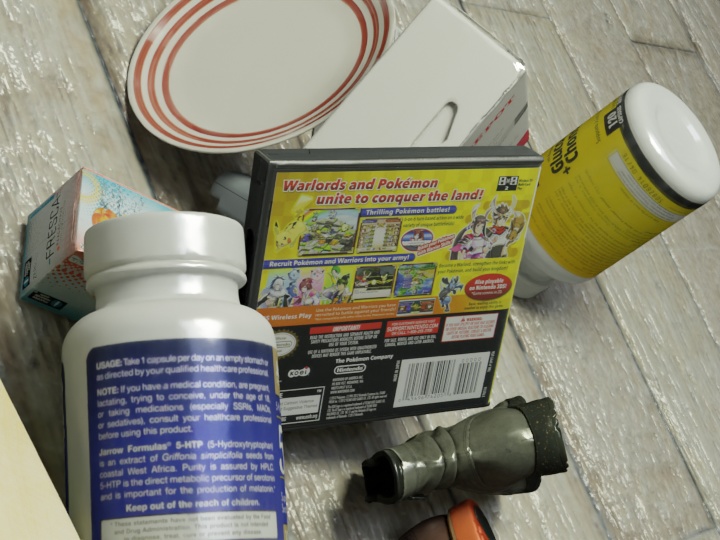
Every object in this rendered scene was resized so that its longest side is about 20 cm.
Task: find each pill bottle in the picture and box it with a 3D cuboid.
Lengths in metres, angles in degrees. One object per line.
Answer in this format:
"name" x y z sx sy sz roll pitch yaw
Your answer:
"pill bottle" 0.193 -0.059 1.205 0.112 0.200 0.113 29 41 -30
"pill bottle" -0.102 0.076 0.779 0.119 0.119 0.202 8 73 -45

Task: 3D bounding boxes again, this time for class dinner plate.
"dinner plate" -0.069 -0.152 1.018 0.024 0.198 0.201 66 19 -47

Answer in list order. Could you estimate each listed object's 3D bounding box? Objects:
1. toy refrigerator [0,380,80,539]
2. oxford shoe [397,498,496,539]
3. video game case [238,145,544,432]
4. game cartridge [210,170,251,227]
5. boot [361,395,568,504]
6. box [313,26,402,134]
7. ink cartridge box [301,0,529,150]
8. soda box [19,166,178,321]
"toy refrigerator" -0.209 0.099 0.718 0.070 0.076 0.201 -15 72 -53
"oxford shoe" 0.070 0.248 0.915 0.071 0.072 0.201 53 17 -48
"video game case" 0.013 0.011 0.906 0.198 0.182 0.025 -4 26 -30
"game cartridge" 0.000 0.000 0.997 0.199 0.042 0.133 32 -5 -40
"boot" 0.060 0.129 0.989 0.129 0.200 0.068 -12 78 -5
"box" 0.035 -0.117 1.210 0.155 0.041 0.201 33 39 -27
"ink cartridge box" 0.044 -0.087 1.011 0.085 0.146 0.200 41 -2 9
"soda box" -0.112 0.012 0.907 0.199 0.068 0.064 26 46 -34
